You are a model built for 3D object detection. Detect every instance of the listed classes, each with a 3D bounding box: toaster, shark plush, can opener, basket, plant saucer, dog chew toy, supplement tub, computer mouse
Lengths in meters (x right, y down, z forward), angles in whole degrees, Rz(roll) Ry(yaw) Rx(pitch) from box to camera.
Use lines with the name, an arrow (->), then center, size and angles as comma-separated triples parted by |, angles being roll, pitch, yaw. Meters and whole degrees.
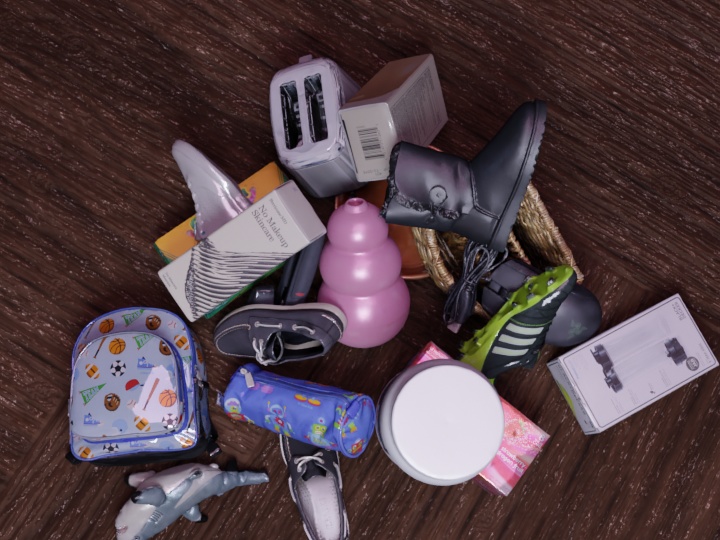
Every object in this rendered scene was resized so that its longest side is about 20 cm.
toaster -> -0.053, -0.187, 1.340 | 0.113, 0.129, 0.200 | -12, 71, 18
shark plush -> -0.222, 0.291, 1.294 | 0.200, 0.091, 0.083 | -16, 100, -30
can opener -> -0.088, 0.018, 1.298 | 0.079, 0.200, 0.063 | 0, 43, -36
basket -> 0.166, -0.032, 1.310 | 0.143, 0.149, 0.200 | -36, 108, -13
plant saucer -> 0.062, -0.084, 1.401 | 0.200, 0.032, 0.201 | 1, 77, -5
dog chew toy -> 0.000, 0.000, 1.296 | 0.124, 0.125, 0.200 | -10, 121, -8
supplement tub -> 0.090, 0.175, 1.164 | 0.140, 0.200, 0.141 | 0, 83, -2
computer mouse -> 0.213, 0.047, 1.275 | 0.200, 0.053, 0.139 | 19, 115, -1

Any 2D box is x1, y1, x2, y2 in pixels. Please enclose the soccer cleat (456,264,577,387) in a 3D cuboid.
soccer cleat -> 0.204, 0.071, 1.234 | 0.081, 0.068, 0.200 | 37, 118, -13

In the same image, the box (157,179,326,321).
box -> -0.147, -0.023, 1.233 | 0.200, 0.068, 0.082 | -34, 93, 23

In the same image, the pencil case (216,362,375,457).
pencil case -> -0.081, 0.172, 1.264 | 0.200, 0.087, 0.078 | 13, 49, 27

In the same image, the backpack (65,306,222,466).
backpack -> -0.283, 0.142, 1.262 | 0.200, 0.154, 0.191 | -4, 68, -4

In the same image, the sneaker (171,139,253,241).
sneaker -> -0.192, -0.081, 1.299 | 0.088, 0.075, 0.200 | -43, 83, 4

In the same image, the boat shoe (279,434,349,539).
boat shoe -> -0.061, 0.270, 1.296 | 0.074, 0.060, 0.200 | -11, 78, -2

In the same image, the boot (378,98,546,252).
boot -> 0.120, -0.128, 1.200 | 0.168, 0.076, 0.200 | 16, 116, 0

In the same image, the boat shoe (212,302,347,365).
boat shoe -> -0.114, 0.087, 1.281 | 0.200, 0.073, 0.063 | -9, 34, 28

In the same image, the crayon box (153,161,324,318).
crayon box -> -0.162, -0.042, 1.354 | 0.200, 0.058, 0.119 | -36, 83, -12

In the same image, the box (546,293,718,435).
box -> 0.372, 0.129, 1.373 | 0.200, 0.060, 0.117 | -28, 82, -11

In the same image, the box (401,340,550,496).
box -> 0.134, 0.195, 1.315 | 0.200, 0.095, 0.103 | 39, 78, 3

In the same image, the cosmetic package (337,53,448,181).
cosmetic package -> 0.048, -0.206, 1.331 | 0.071, 0.200, 0.105 | -5, 115, 25
